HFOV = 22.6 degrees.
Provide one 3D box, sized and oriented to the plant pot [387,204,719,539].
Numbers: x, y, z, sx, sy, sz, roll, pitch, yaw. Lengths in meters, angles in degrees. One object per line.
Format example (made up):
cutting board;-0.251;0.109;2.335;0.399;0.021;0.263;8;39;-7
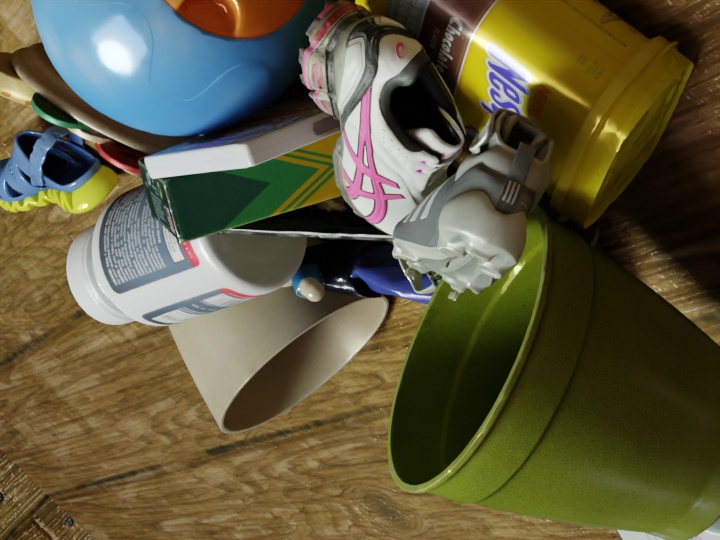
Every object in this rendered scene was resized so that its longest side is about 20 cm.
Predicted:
plant pot;0.149;0.084;1.174;0.193;0.201;0.200;24;161;-16

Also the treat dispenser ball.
treat dispenser ball;-0.124;-0.193;1.229;0.201;0.201;0.201;34;156;18

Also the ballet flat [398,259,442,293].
ballet flat;0.074;0.010;1.360;0.074;0.074;0.200;89;159;-60

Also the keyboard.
keyboard;0.000;-0.044;1.304;0.200;0.104;0.040;4;97;26

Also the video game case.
video game case;-0.032;-0.107;1.242;0.143;0.200;0.018;-2;109;56

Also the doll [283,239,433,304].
doll;0.000;0.000;1.469;0.200;0.136;0.049;8;116;34

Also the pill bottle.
pill bottle;-0.150;-0.019;1.486;0.200;0.120;0.120;-18;119;44

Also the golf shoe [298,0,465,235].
golf shoe;0.027;-0.078;1.144;0.092;0.073;0.200;30;159;35

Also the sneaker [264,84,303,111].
sneaker;-0.071;-0.141;1.422;0.095;0.079;0.200;31;165;-2

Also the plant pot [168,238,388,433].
plant pot;-0.107;0.010;1.625;0.200;0.187;0.187;51;160;17

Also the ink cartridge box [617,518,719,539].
ink cartridge box;0.301;0.175;1.262;0.200;0.145;0.145;10;141;51

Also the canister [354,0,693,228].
canister;0.095;-0.135;1.130;0.200;0.087;0.149;39;158;13

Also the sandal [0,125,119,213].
sandal;-0.332;-0.112;1.875;0.200;0.080;0.087;-1;129;47

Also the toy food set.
toy food set;-0.218;-0.134;1.555;0.198;0.049;0.200;38;-165;33

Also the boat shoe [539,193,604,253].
boat shoe;0.139;-0.026;1.278;0.066;0.072;0.201;8;144;33

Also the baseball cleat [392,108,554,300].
baseball cleat;0.076;-0.040;1.102;0.070;0.107;0.200;28;173;-10

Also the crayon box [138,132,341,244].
crayon box;-0.055;-0.080;1.326;0.127;0.200;0.051;-147;42;-71
